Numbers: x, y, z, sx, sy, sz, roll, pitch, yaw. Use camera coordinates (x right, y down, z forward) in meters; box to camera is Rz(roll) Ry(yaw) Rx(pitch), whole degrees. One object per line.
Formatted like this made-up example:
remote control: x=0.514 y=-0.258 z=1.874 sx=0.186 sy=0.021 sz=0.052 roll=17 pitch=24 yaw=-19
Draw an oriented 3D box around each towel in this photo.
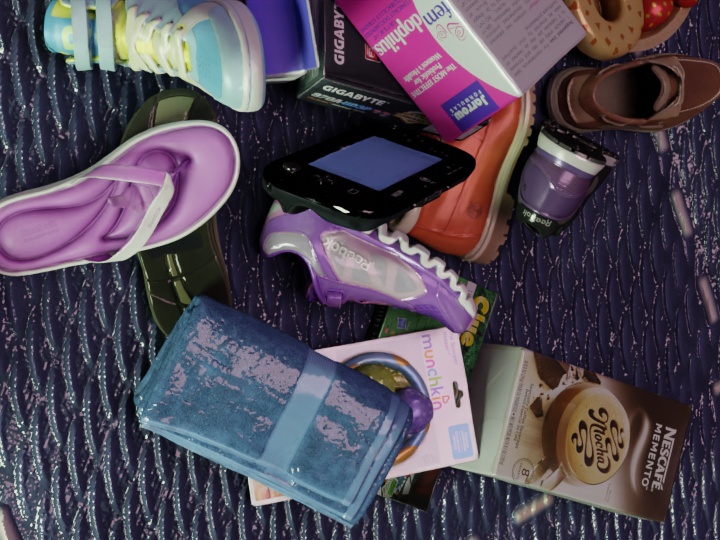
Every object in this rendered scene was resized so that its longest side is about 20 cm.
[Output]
towel: x=-0.064 y=0.107 z=1.113 sx=0.200 sy=0.049 sz=0.112 roll=28 pitch=92 yaw=-13

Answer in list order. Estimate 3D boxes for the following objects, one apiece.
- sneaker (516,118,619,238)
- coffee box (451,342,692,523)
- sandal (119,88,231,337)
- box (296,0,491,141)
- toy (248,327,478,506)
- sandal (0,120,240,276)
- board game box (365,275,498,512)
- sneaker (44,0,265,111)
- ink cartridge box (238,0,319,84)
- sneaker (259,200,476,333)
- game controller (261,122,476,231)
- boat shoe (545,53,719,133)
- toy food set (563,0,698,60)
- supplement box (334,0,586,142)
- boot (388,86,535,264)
sneaker: x=0.165 y=-0.076 z=1.250 sx=0.076 sy=0.200 sz=0.088 roll=29 pitch=103 yaw=11
coffee box: x=0.186 y=0.145 z=1.292 sx=0.200 sy=0.080 sz=0.113 roll=19 pitch=81 yaw=-29
sandal: x=-0.141 y=-0.041 z=1.113 sx=0.080 sy=0.057 sz=0.202 roll=-3 pitch=111 yaw=-5
box: x=0.027 y=-0.217 z=1.180 sx=0.159 sy=0.046 sz=0.201 roll=12 pitch=66 yaw=-29
toy: x=0.002 y=0.117 z=1.179 sx=0.199 sy=0.047 sz=0.115 roll=-9 pitch=90 yaw=-16
sandal: x=-0.178 y=-0.042 z=1.050 sx=0.202 sy=0.050 sz=0.083 roll=-24 pitch=106 yaw=0
board game box: x=0.044 y=0.095 z=1.241 sx=0.105 sy=0.023 sz=0.200 roll=24 pitch=79 yaw=-26
sneaker: x=-0.151 y=-0.160 z=1.038 sx=0.130 sy=0.200 sz=0.080 roll=-11 pitch=120 yaw=-22
ink cartridge box: x=-0.076 y=-0.238 z=1.066 sx=0.043 sy=0.200 sz=0.199 roll=-10 pitch=96 yaw=-9
sneaker: x=0.000 y=0.000 z=1.175 sx=0.200 sy=0.080 sz=0.089 roll=34 pitch=82 yaw=-8
game controller: x=0.011 y=-0.075 z=1.114 sx=0.200 sy=0.104 sz=0.042 roll=-31 pitch=129 yaw=-57
boat shoe: x=0.266 y=-0.162 z=1.340 sx=0.200 sy=0.072 sz=0.076 roll=-15 pitch=98 yaw=-30
toy food set: x=0.243 y=-0.300 z=1.337 sx=0.200 sy=0.049 sz=0.198 roll=-19 pitch=99 yaw=-29
supplement box: x=0.059 y=-0.215 z=1.109 sx=0.200 sy=0.101 sz=0.103 roll=50 pitch=54 yaw=-7
boot: x=0.083 y=-0.113 z=1.235 sx=0.107 sy=0.075 sz=0.201 roll=14 pitch=85 yaw=-25
